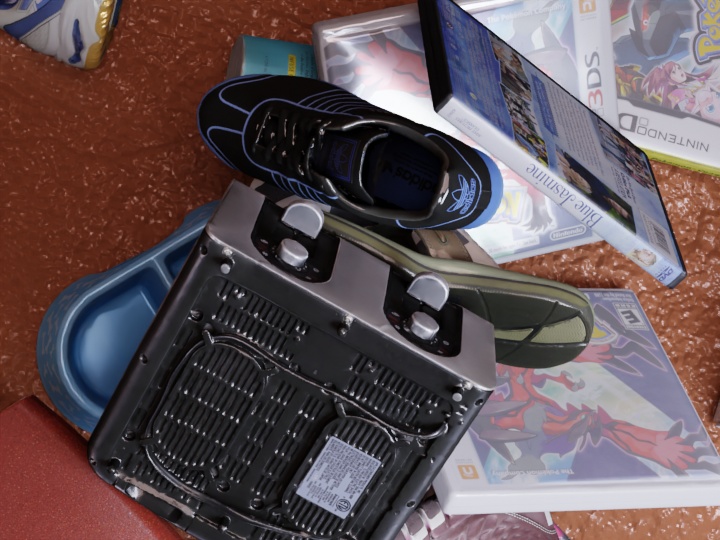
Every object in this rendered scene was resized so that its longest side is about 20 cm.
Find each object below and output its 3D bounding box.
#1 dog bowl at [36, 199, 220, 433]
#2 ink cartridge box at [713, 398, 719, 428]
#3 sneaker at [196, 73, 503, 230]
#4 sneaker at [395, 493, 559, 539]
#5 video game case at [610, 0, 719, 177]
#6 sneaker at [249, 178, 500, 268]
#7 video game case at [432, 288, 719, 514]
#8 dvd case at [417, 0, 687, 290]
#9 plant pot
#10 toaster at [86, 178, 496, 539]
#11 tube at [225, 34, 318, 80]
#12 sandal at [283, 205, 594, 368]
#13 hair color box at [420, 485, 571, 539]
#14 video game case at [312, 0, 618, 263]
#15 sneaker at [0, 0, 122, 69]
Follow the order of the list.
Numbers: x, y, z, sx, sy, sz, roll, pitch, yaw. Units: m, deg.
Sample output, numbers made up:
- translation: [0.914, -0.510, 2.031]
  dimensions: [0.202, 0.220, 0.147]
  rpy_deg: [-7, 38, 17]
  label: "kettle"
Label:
- translation: [-0.115, 0.030, 1.165]
  dimensions: [0.199, 0.050, 0.112]
  rpy_deg: [-31, 94, -12]
  label: "dog bowl"
- translation: [0.329, 0.026, 1.216]
  dimensions: [0.084, 0.145, 0.201]
  rpy_deg: [20, 84, -11]
  label: "ink cartridge box"
- translation: [-0.017, -0.072, 1.032]
  dimensions: [0.199, 0.078, 0.071]
  rpy_deg: [16, 95, 23]
  label: "sneaker"
- translation: [0.045, 0.205, 1.110]
  dimensions: [0.199, 0.076, 0.116]
  rpy_deg: [-27, 85, -12]
  label: "sneaker"
- translation: [0.215, -0.179, 1.261]
  dimensions: [0.179, 0.025, 0.202]
  rpy_deg: [13, 85, -12]
  label: "video game case"
- translation: [0.000, 0.000, 1.132]
  dimensions: [0.130, 0.080, 0.199]
  rpy_deg: [-45, 113, 4]
  label: "sneaker"
- translation: [0.119, 0.078, 1.154]
  dimensions: [0.198, 0.023, 0.183]
  rpy_deg: [2, 43, -22]
  label: "video game case"
- translation: [0.117, -0.084, 1.108]
  dimensions: [0.199, 0.143, 0.018]
  rpy_deg: [34, 116, -24]
  label: "dvd case"
- translation: [-0.204, 0.189, 1.071]
  dimensions: [0.199, 0.200, 0.177]
  rpy_deg: [-33, 85, -12]
  label: "plant pot"
- translation: [-0.039, 0.073, 1.009]
  dimensions: [0.180, 0.119, 0.201]
  rpy_deg: [28, 115, -5]
  label: "toaster"
- translation: [0.009, -0.115, 1.205]
  dimensions: [0.198, 0.050, 0.078]
  rpy_deg: [8, 95, -17]
  label: "tube"
- translation: [0.042, 0.006, 1.070]
  dimensions: [0.199, 0.080, 0.058]
  rpy_deg: [16, 47, -4]
  label: "sandal"
- translation: [0.044, 0.156, 1.189]
  dimensions: [0.200, 0.061, 0.100]
  rpy_deg: [45, 79, -7]
  label: "hair color box"
- translation: [0.076, -0.091, 1.188]
  dimensions: [0.198, 0.023, 0.184]
  rpy_deg: [-13, 111, -12]
  label: "video game case"
- translation: [-0.182, -0.220, 1.109]
  dimensions: [0.087, 0.075, 0.201]
  rpy_deg: [19, 121, -3]
  label: "sneaker"
